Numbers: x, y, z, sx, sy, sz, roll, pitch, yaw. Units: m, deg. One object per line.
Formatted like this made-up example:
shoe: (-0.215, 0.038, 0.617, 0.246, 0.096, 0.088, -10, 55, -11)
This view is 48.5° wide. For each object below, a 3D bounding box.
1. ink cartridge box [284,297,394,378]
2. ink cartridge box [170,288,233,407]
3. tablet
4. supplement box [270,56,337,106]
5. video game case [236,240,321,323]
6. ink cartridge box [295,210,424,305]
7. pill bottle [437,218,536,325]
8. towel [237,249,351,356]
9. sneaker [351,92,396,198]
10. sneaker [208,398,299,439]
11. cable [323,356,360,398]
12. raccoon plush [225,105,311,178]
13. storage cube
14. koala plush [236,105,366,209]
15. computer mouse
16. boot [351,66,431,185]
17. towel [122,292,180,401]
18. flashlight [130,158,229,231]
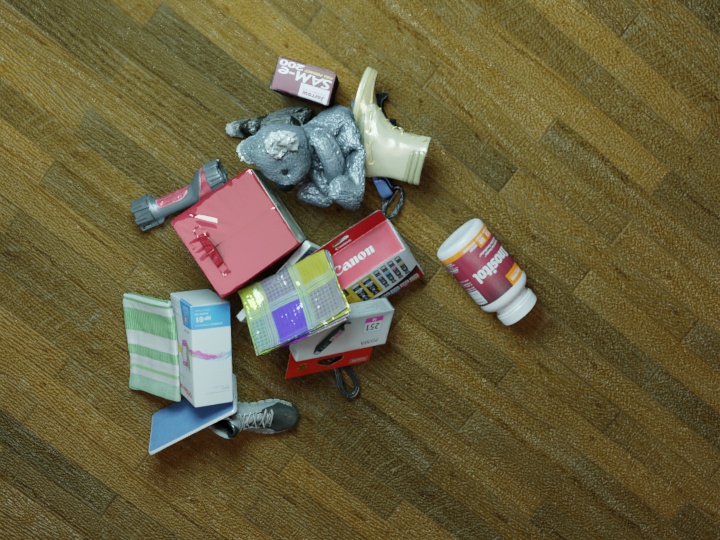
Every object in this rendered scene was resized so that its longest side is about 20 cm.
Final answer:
ink cartridge box: (-0.043, 0.144, 1.559, 0.198, 0.044, 0.175, -9, 131, -27)
ink cartridge box: (-0.313, 0.151, 1.577, 0.084, 0.144, 0.203, -7, 102, -28)
tablet: (-0.338, 0.290, 1.620, 0.198, 0.131, 0.014, -28, 119, 5)
supplement box: (-0.098, -0.342, 1.469, 0.107, 0.200, 0.062, 16, 100, -4)
video game case: (-0.142, 0.030, 1.570, 0.200, 0.143, 0.018, -47, 71, 7)
ink cartridge box: (0.000, 0.000, 1.540, 0.199, 0.176, 0.084, -34, 59, 6)
pill bottle: (0.254, 0.006, 1.579, 0.113, 0.113, 0.200, -41, 98, 7)
towel: (-0.122, 0.057, 1.461, 0.198, 0.023, 0.145, -24, 67, 11)
sneaker: (0.044, -0.244, 1.554, 0.077, 0.070, 0.202, -16, 99, 8)
sneaker: (-0.226, 0.312, 1.628, 0.197, 0.116, 0.076, 2, 100, 0)
cable: (-0.063, 0.172, 1.655, 0.097, 0.050, 0.200, -47, 110, -10)
raccoon plush: (-0.152, -0.242, 1.566, 0.198, 0.097, 0.135, 0, 117, 30)
storage cube: (-0.224, -0.073, 1.519, 0.179, 0.200, 0.172, -34, 94, 2)
koala plush: (-0.108, -0.208, 1.416, 0.198, 0.177, 0.186, 3, 94, -29)
computer mouse: (0.021, -0.087, 1.606, 0.059, 0.034, 0.200, 42, 93, 14)
boot: (0.058, -0.266, 1.484, 0.153, 0.073, 0.203, 9, 96, 4)
towel: (-0.421, 0.152, 1.607, 0.151, 0.023, 0.203, 7, 103, 35)
flashlight: (-0.356, -0.152, 1.573, 0.198, 0.068, 0.068, -21, 142, 7)
